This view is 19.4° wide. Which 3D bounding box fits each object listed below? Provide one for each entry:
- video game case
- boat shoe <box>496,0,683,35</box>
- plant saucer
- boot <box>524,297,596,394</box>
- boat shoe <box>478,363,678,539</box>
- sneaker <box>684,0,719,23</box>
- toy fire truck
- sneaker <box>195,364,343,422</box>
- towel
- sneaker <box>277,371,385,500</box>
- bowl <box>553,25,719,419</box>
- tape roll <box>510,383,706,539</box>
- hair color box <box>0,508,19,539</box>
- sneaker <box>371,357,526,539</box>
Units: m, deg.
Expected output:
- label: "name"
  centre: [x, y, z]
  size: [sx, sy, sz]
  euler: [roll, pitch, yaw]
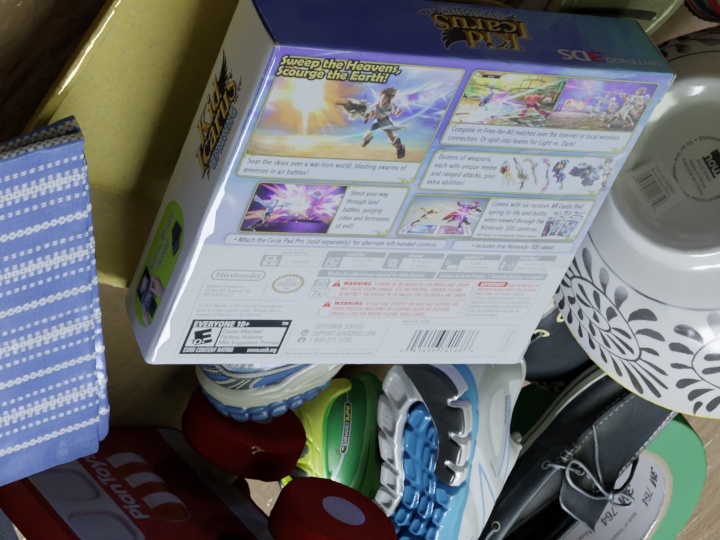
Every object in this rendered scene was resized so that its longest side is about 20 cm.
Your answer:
- label: "video game case"
  centre: [0.015, -0.036, 0.935]
  size: [0.199, 0.046, 0.182]
  euler: [1, 134, -29]
- label: "boat shoe"
  centre: [0.093, -0.125, 0.976]
  size: [0.074, 0.069, 0.200]
  euler: [11, 126, -42]
- label: "plant saucer"
  centre: [-0.052, -0.075, 0.931]
  size: [0.199, 0.049, 0.200]
  euler: [16, 124, -38]
- label: "boot"
  centre: [0.128, -0.005, 1.149]
  size: [0.203, 0.074, 0.153]
  euler: [-37, 148, 23]
- label: "boat shoe"
  centre: [0.120, 0.115, 1.185]
  size: [0.200, 0.062, 0.075]
  euler: [-40, 139, 5]
- label: "sneaker"
  centre: [0.250, -0.172, 1.003]
  size: [0.199, 0.093, 0.071]
  euler: [-28, 107, -2]
- label: "toy fire truck"
  centre: [-0.089, 0.143, 1.058]
  size: [0.167, 0.200, 0.113]
  euler: [3, 122, -46]
- label: "sneaker"
  centre: [0.000, 0.000, 1.059]
  size: [0.199, 0.077, 0.085]
  euler: [-32, 139, -4]
- label: "towel"
  centre: [-0.180, 0.030, 0.907]
  size: [0.144, 0.024, 0.201]
  euler: [-20, 139, -22]
- label: "sneaker"
  centre: [0.002, 0.141, 1.211]
  size: [0.083, 0.074, 0.201]
  euler: [-24, 132, -15]
- label: "bowl"
  centre: [0.169, -0.038, 0.993]
  size: [0.200, 0.201, 0.094]
  euler: [-37, 155, 8]
- label: "tape roll"
  centre: [0.118, 0.147, 1.303]
  size: [0.199, 0.048, 0.201]
  euler: [-19, 138, -18]
- label: "hair color box"
  centre: [-0.202, 0.187, 1.019]
  size: [0.099, 0.200, 0.061]
  euler: [-35, 146, 5]
- label: "sneaker"
  centre: [0.049, 0.120, 1.134]
  size: [0.086, 0.075, 0.201]
  euler: [-24, 143, -40]
